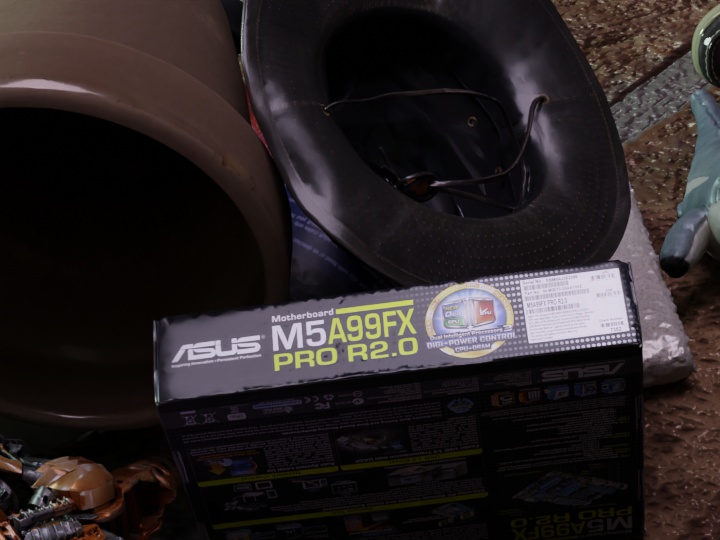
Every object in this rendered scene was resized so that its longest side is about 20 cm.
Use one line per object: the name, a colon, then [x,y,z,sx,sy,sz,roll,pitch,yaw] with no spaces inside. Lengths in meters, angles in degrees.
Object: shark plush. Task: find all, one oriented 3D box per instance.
shark plush: [0.214,-0.054,1.169,0.090,0.084,0.200,13,22,4]

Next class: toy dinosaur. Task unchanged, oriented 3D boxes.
toy dinosaur: [-0.144,0.119,0.953,0.135,0.103,0.199,1,-9,35]

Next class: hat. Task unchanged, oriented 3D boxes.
hat: [0.023,-0.057,0.975,0.199,0.081,0.202,12,56,-18]

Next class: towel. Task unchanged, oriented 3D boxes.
towel: [0.093,0.006,1.147,0.131,0.035,0.200,-10,31,-1]

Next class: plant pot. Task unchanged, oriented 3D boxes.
plant pot: [-0.120,-0.057,0.980,0.198,0.201,0.175,-3,43,9]

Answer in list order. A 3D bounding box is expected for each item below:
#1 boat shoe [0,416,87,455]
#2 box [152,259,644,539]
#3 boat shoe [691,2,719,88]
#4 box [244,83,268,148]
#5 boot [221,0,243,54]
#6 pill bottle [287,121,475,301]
boat shoe: [-0.190,0.049,1.042,0.199,0.071,0.063,2,48,-49]
box: [0.021,0.070,0.935,0.198,0.161,0.045,-7,54,3]
boat shoe: [0.298,-0.137,1.293,0.198,0.074,0.065,-8,25,1]
box: [-0.076,-0.054,1.194,0.199,0.095,0.102,25,1,44]
boot: [-0.153,-0.063,1.141,0.199,0.076,0.170,5,74,35]
pill bottle: [0.000,0.000,1.060,0.111,0.112,0.200,21,63,40]
